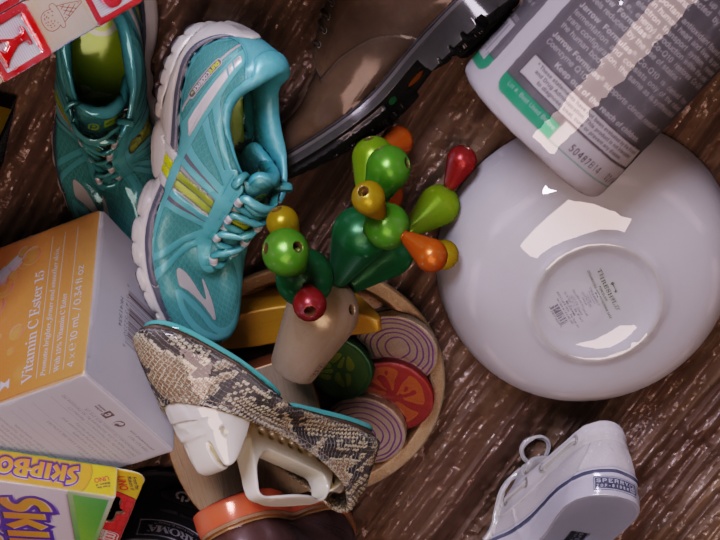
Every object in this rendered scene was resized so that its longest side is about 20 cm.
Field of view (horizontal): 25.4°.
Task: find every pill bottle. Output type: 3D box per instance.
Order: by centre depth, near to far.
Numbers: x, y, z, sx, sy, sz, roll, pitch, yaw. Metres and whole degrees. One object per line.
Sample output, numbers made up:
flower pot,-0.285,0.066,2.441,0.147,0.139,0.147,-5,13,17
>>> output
pill bottle,0.164,-0.151,0.924,0.113,0.113,0.200,38,105,-19

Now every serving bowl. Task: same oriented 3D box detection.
serving bowl,0.149,0.006,1.037,0.198,0.066,0.202,0,118,0

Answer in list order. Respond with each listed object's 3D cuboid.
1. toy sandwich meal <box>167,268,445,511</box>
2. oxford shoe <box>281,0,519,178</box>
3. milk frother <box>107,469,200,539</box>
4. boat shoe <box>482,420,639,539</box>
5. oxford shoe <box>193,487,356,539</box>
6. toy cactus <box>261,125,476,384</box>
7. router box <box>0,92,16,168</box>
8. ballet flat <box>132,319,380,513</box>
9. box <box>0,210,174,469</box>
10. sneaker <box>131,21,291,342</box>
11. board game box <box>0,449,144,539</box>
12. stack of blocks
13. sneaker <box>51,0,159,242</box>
toy sandwich meal,-0.041,0.087,1.072,0.203,0.070,0.207,0,118,-1
oxford shoe,0.000,-0.130,0.972,0.200,0.073,0.085,-41,85,23
milk frother,-0.178,0.269,1.096,0.179,0.189,0.202,4,116,1
boat shoe,0.131,0.159,1.114,0.074,0.087,0.202,11,146,-12
oxford shoe,-0.049,0.194,1.068,0.071,0.200,0.073,-27,71,16
toy cactus,0.000,0.000,0.963,0.102,0.200,0.166,33,118,10
router box,-0.315,-0.077,0.937,0.198,0.150,0.051,13,117,-8
ballet flat,-0.063,0.101,0.975,0.067,0.076,0.199,-9,149,43
box,-0.222,0.066,0.997,0.198,0.125,0.098,-19,139,19
sneaker,-0.084,-0.045,0.951,0.079,0.077,0.202,22,116,34
board game box,-0.236,0.139,0.968,0.198,0.030,0.096,9,141,-16
stack of blocks,-0.211,-0.137,0.856,0.115,0.199,0.059,-35,110,-22
sneaker,-0.159,-0.092,0.972,0.077,0.080,0.202,-2,119,1
